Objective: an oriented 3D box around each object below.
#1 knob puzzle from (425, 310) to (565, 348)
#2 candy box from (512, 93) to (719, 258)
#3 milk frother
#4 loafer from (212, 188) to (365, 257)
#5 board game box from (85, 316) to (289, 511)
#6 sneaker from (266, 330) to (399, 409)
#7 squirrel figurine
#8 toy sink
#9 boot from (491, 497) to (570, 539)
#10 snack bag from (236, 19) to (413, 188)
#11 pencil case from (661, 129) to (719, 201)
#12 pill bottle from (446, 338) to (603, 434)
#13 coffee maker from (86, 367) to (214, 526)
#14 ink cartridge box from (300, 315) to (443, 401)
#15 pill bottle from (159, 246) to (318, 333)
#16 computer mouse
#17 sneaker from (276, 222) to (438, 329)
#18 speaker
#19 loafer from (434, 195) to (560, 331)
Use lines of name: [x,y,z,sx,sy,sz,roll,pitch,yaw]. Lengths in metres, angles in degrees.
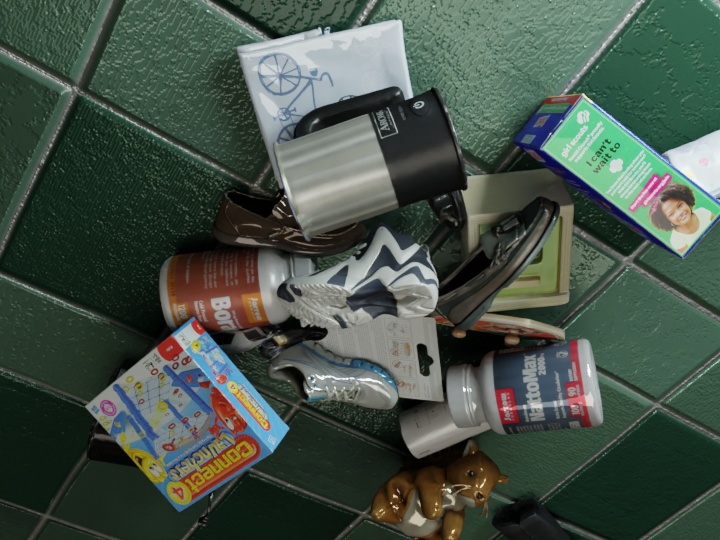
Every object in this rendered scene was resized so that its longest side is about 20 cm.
knob puzzle: [0.186,0.084,0.998,0.219,0.220,0.030,11,82,-9]
candy box: [0.285,-0.114,0.831,0.200,0.169,0.077,34,102,-6]
milk frother: [0.021,-0.095,0.842,0.188,0.181,0.200,-18,119,4]
loafer: [-0.092,-0.066,0.945,0.200,0.073,0.071,2,123,-5]
board game box: [-0.232,0.195,0.967,0.200,0.056,0.196,-37,95,27]
sneaker: [-0.044,0.164,1.037,0.200,0.087,0.075,21,128,1]
squirrel figurine: [0.139,0.338,1.173,0.187,0.200,0.142,-42,97,21]
toy sink: [0.202,-0.018,0.960,0.130,0.112,0.200,-5,125,3]
boot: [0.311,0.522,1.370,0.165,0.066,0.200,-38,121,13]
snack bag: [-0.030,-0.202,0.883,0.200,0.021,0.189,-12,125,4]
pencil case: [0.475,-0.143,0.890,0.200,0.091,0.083,-25,122,15]
pill bottle: [0.229,0.168,1.023,0.200,0.120,0.120,-11,125,19]
coffee maker: [-0.301,0.254,1.095,0.200,0.192,0.135,16,120,-12]
ink cartridge box: [0.019,0.112,1.060,0.200,0.057,0.163,0,125,14]
pill bottle: [-0.158,0.023,0.983,0.200,0.112,0.112,-8,125,5]
computer mouse: [-0.151,0.095,1.020,0.200,0.110,0.044,0,106,38]
sneaker: [0.000,0.000,0.924,0.199,0.130,0.080,-9,127,15]
speaker: [0.164,0.222,1.147,0.200,0.081,0.081,-28,121,16]
loafer: [0.153,-0.011,0.863,0.063,0.072,0.200,30,118,-9]
